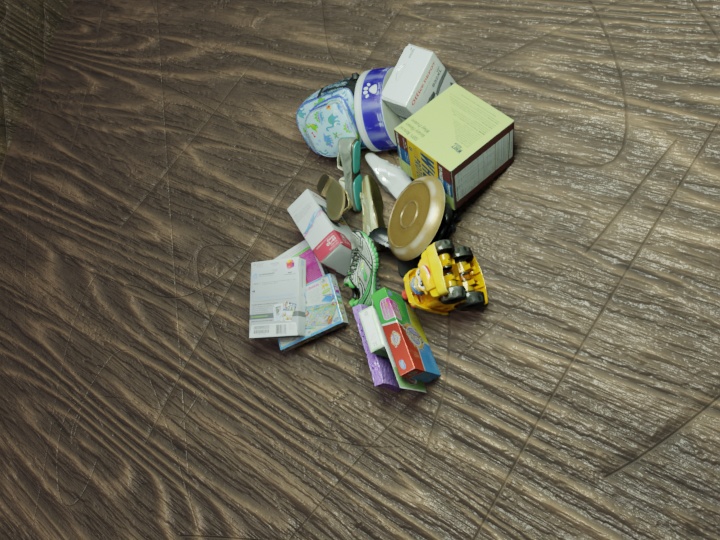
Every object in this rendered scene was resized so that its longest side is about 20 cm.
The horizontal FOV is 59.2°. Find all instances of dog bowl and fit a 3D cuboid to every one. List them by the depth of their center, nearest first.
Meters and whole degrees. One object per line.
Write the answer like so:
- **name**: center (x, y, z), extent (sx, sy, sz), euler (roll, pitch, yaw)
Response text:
- **dog bowl**: center (0.063, -0.410, 1.615), extent (0.077, 0.199, 0.204), euler (-1, 76, 28)

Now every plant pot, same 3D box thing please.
- **plant pot**: center (0.117, -0.123, 1.432), extent (0.199, 0.027, 0.203), euler (-37, 44, 45)

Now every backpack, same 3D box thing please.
- **backpack**: center (-0.071, -0.397, 1.695), extent (0.197, 0.185, 0.148), euler (-8, 32, 34)

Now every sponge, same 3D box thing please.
- **sponge**: center (0.044, 0.185, 1.511), extent (0.029, 0.111, 0.203), euler (-27, 64, 22)

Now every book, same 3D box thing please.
- **book**: center (-0.148, 0.029, 1.714), extent (0.132, 0.048, 0.203), euler (-32, 64, 19)

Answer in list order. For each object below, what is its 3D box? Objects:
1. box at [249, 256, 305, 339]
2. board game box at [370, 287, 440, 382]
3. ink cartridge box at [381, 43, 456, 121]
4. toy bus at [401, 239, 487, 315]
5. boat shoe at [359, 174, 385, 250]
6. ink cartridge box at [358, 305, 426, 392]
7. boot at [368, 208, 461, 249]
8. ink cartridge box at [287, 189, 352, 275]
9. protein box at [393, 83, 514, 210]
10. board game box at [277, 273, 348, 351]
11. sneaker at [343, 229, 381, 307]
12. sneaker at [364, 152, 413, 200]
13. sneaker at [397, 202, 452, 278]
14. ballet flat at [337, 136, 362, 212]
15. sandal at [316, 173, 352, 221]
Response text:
- **box**: center (-0.217, 0.074, 1.657), extent (0.153, 0.041, 0.205), euler (-7, 78, 25)
- **board game box**: center (0.105, 0.151, 1.459), extent (0.040, 0.152, 0.203), euler (-30, 64, 20)
- **ink cartridge box**: center (0.156, -0.434, 1.563), extent (0.083, 0.199, 0.147), euler (29, 91, 34)
- **toy bus**: center (0.165, 0.033, 1.435), extent (0.190, 0.198, 0.138), euler (-24, 67, 32)
- **boat shoe**: center (0.023, -0.148, 1.644), extent (0.062, 0.073, 0.205), euler (-16, 77, 25)
- **ink cartridge box**: center (0.075, 0.190, 1.469), extent (0.047, 0.145, 0.203), euler (-27, 64, 23)
- **boot**: center (0.134, -0.113, 1.540), extent (0.195, 0.073, 0.165), euler (24, 95, 12)
- **ink cartridge box**: center (-0.085, -0.097, 1.648), extent (0.085, 0.147, 0.202), euler (-40, 61, 15)
- **protein box**: center (0.220, -0.291, 1.481), extent (0.199, 0.136, 0.198), euler (-38, 56, -14)
- **board game box**: center (-0.137, 0.110, 1.651), extent (0.197, 0.034, 0.137), euler (-25, 70, 21)
- **sneaker**: center (0.000, 0.000, 1.555), extent (0.078, 0.084, 0.204), euler (-168, 68, -66)
- **sneaker**: center (0.092, -0.246, 1.638), extent (0.088, 0.075, 0.201), euler (-39, 65, 1)
- **sneaker**: center (0.142, -0.065, 1.454), extent (0.075, 0.091, 0.202), euler (26, 109, -3)
- **ballet flat**: center (-0.029, -0.252, 1.657), extent (0.063, 0.067, 0.203), euler (11, 123, 23)
- **sandal**: center (-0.051, -0.184, 1.633), extent (0.078, 0.069, 0.213), euler (-57, 31, 19)
